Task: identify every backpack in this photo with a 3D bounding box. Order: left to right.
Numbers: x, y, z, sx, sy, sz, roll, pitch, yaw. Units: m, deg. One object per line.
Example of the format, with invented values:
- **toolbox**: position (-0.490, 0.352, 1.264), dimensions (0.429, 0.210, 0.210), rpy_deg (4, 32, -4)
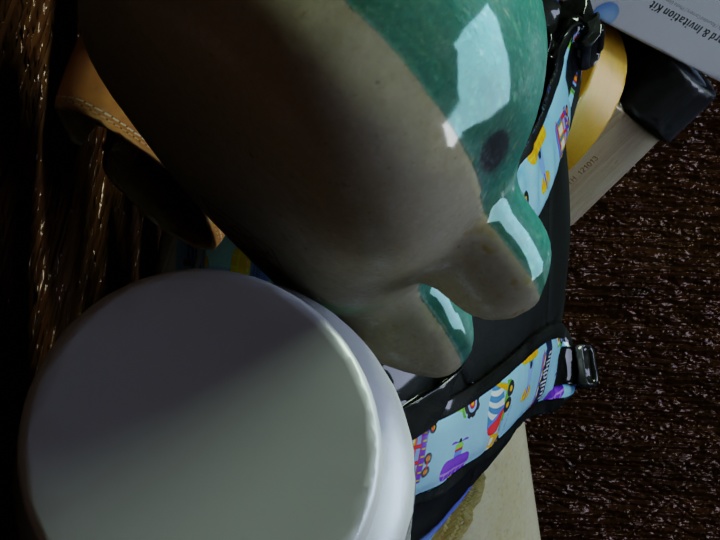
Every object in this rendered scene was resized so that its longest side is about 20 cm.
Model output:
- **backpack**: position (0.000, 0.000, 1.042), dimensions (0.200, 0.134, 0.184), rpy_deg (-47, 141, -59)

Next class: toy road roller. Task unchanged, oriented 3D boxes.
- **toy road roller**: position (0.047, -0.109, 1.263), dimensions (0.146, 0.123, 0.200), rpy_deg (34, 19, -42)

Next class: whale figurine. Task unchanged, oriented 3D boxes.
- **whale figurine**: position (0.001, -0.047, 0.819), dimensions (0.104, 0.159, 0.200), rpy_deg (-47, 153, -14)

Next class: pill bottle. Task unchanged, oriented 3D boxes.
- **pill bottle**: position (-0.040, 0.064, 0.843), dimensions (0.200, 0.112, 0.114), rpy_deg (89, 3, -80)

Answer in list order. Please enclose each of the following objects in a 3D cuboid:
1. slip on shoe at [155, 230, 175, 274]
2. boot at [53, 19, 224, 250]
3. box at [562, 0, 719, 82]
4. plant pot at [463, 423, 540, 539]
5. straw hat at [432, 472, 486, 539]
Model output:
- **slip on shoe**: position (-0.058, 0.034, 1.247), dimensions (0.074, 0.061, 0.201), rpy_deg (-84, 175, -46)
- **boot**: position (-0.058, -0.115, 0.891), dimensions (0.156, 0.076, 0.200), rpy_deg (-58, 143, -17)
- **box**: position (0.078, -0.168, 1.215), dimensions (0.041, 0.199, 0.156), rpy_deg (-47, -134, 24)
- **plant pot**: position (0.010, 0.128, 1.403), dimensions (0.201, 0.199, 0.184), rpy_deg (-87, 177, -53)
- **straw hat**: position (-0.045, 0.115, 1.214), dimensions (0.085, 0.201, 0.201), rpy_deg (50, -13, 17)
